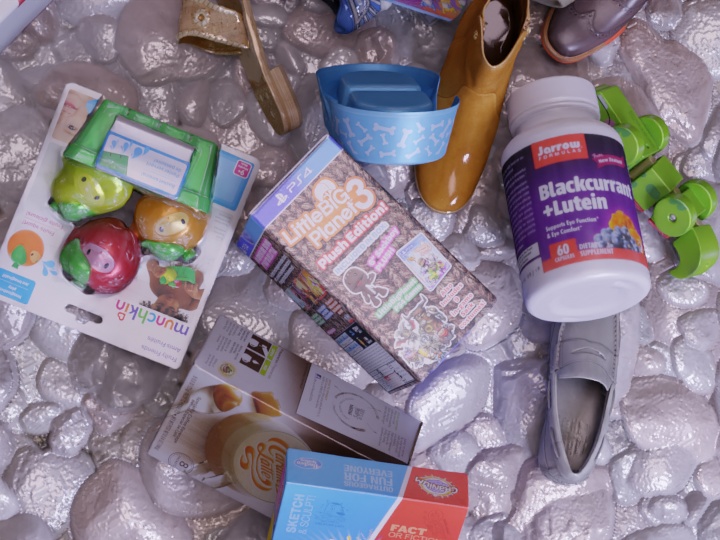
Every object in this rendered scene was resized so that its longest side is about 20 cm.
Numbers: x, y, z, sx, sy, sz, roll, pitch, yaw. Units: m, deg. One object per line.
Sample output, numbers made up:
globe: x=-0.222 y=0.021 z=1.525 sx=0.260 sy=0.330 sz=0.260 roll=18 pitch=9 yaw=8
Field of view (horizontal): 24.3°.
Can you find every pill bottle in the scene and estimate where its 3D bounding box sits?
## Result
pill bottle: x=0.184 y=-0.065 z=1.475 sx=0.111 sy=0.111 sz=0.200 roll=-4 pitch=68 yaw=-9

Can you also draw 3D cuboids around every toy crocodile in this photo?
toy crocodile: x=0.268 y=-0.085 z=1.545 sx=0.200 sy=0.062 sz=0.067 roll=55 pitch=38 yaw=3

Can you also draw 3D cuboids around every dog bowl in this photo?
dog bowl: x=0.021 y=-0.137 z=1.452 sx=0.111 sy=0.200 sz=0.050 roll=-1 pitch=109 yaw=-8

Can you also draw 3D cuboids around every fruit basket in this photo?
fruit basket: x=-0.206 y=-0.039 z=1.451 sx=0.185 sy=0.094 sz=0.200 roll=23 pitch=83 yaw=-5

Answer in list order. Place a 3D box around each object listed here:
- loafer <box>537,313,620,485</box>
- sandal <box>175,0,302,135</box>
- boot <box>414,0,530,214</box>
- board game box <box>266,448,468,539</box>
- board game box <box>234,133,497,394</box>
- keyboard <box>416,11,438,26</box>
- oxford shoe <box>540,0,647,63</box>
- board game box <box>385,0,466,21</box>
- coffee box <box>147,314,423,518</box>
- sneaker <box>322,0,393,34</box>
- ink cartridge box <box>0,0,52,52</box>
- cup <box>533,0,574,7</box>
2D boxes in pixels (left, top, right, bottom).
loafer: x=0.202 y=0.094 z=1.502 sx=0.070 sy=0.070 sz=0.201 roll=8 pitch=81 yaw=-7
sandal: x=-0.129 y=-0.210 z=1.493 sx=0.070 sy=0.078 sz=0.212 roll=-27 pitch=92 yaw=-17
boot: x=0.099 y=-0.158 z=1.485 sx=0.071 sy=0.144 sz=0.202 roll=14 pitch=81 yaw=-5
board game box: x=-0.006 y=0.243 z=1.400 sx=0.153 sy=0.200 sz=0.040 roll=9 pitch=37 yaw=-7
board game box: x=0.000 y=0.000 z=1.440 sx=0.200 sy=0.159 sz=0.097 roll=44 pitch=78 yaw=-1
keyboard: x=0.026 y=-0.323 z=1.565 sx=0.056 sy=0.011 sz=0.200 roll=-36 pitch=88 yaw=-11
oxford shoe: x=0.245 y=-0.274 z=1.558 sx=0.071 sy=0.073 sz=0.200 roll=44 pitch=79 yaw=0
board game box: x=0.031 y=-0.315 z=1.499 sx=0.200 sy=0.039 sz=0.158 roll=13 pitch=59 yaw=-33
coffee box: x=-0.064 y=0.142 z=1.426 sx=0.200 sy=0.080 sz=0.114 roll=27 pitch=124 yaw=-3
sneaker: x=-0.057 y=-0.295 z=1.518 sx=0.200 sy=0.077 sz=0.085 roll=43 pitch=83 yaw=0
ink cartridge box: x=-0.367 y=-0.292 z=1.466 sx=0.200 sy=0.083 sz=0.146 roll=43 pitch=79 yaw=-1
cup: x=0.168 y=-0.323 z=1.506 sx=0.200 sy=0.200 sz=0.144 roll=25 pitch=93 yaw=-4
